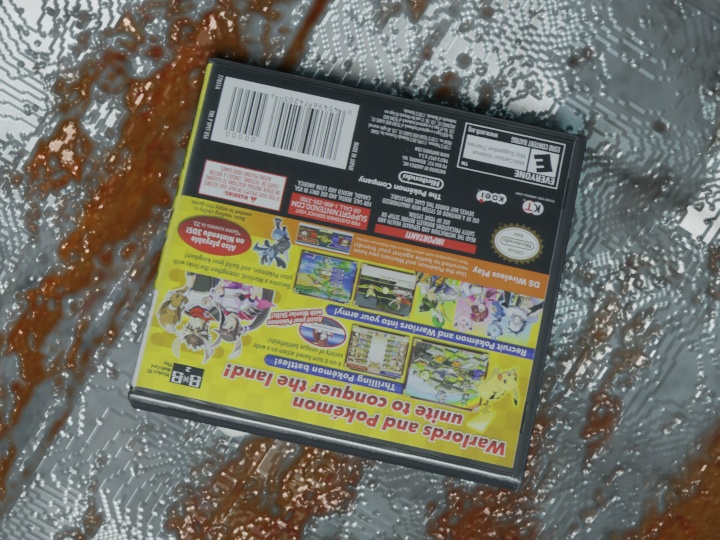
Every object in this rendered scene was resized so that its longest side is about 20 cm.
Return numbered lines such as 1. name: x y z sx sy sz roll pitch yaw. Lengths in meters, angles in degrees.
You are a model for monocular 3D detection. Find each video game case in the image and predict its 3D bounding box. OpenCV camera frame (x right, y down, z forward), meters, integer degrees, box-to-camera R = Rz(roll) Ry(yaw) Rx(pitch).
1. video game case: 0.000 0.000 1.076 0.198 0.026 0.182 12 75 1

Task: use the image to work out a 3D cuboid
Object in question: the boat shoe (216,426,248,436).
1. boat shoe: 0.007 0.029 1.128 0.198 0.071 0.070 -20 133 -6
